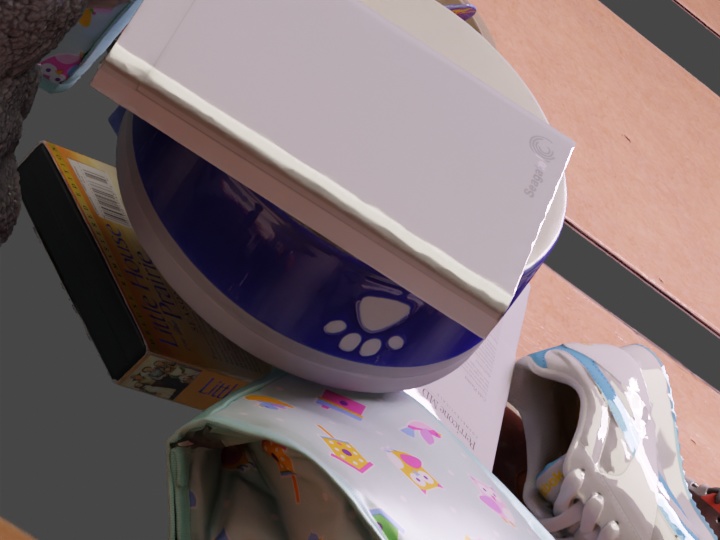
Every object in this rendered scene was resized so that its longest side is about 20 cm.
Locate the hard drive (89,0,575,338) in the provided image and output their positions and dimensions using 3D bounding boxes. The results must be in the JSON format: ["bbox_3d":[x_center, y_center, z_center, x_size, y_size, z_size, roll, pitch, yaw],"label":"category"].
[{"bbox_3d":[-0.008,-0.068,1.253,0.199,0.026,0.132,32,41,-5],"label":"hard drive"}]

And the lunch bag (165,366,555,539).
[{"bbox_3d":[0.001,0.132,1.267,0.200,0.122,0.170,53,22,5],"label":"lunch bag"}]

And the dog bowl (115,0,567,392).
[{"bbox_3d":[-0.007,-0.047,1.314,0.199,0.079,0.201,19,44,-19],"label":"dog bowl"}]

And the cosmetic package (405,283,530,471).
[{"bbox_3d":[0.000,0.000,1.429,0.200,0.052,0.151,48,33,-25],"label":"cosmetic package"}]

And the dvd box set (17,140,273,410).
[{"bbox_3d":[-0.076,0.018,1.456,0.200,0.029,0.147,20,32,-50],"label":"dvd box set"}]

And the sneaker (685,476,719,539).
[{"bbox_3d":[0.192,0.147,1.649,0.077,0.082,0.200,19,33,-49],"label":"sneaker"}]

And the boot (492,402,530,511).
[{"bbox_3d":[0.068,0.150,1.473,0.188,0.068,0.200,48,27,-12],"label":"boot"}]

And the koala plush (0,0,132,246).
[{"bbox_3d":[-0.182,-0.113,1.265,0.177,0.200,0.184,11,39,-56],"label":"koala plush"}]

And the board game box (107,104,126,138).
[{"bbox_3d":[-0.033,-0.022,1.525,0.200,0.035,0.136,19,33,-52],"label":"board game box"}]

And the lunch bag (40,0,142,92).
[{"bbox_3d":[-0.172,-0.215,1.500,0.200,0.170,0.122,52,32,14],"label":"lunch bag"}]

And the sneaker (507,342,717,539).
[{"bbox_3d":[0.129,0.130,1.454,0.080,0.077,0.201,3,56,-32],"label":"sneaker"}]

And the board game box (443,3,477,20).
[{"bbox_3d":[-0.031,-0.105,1.527,0.199,0.158,0.039,-9,88,-36],"label":"board game box"}]

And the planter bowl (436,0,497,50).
[{"bbox_3d":[-0.003,-0.121,1.710,0.200,0.135,0.201,37,23,-18],"label":"planter bowl"}]

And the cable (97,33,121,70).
[{"bbox_3d":[-0.087,-0.168,1.665,0.200,0.097,0.051,-41,112,-49],"label":"cable"}]
